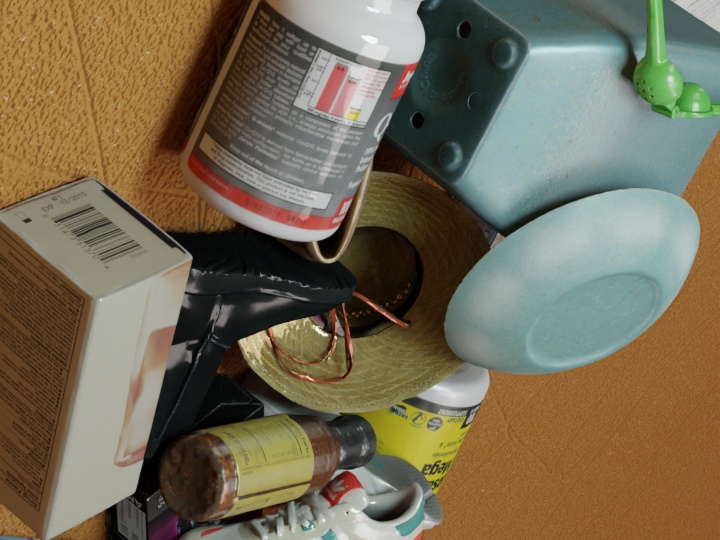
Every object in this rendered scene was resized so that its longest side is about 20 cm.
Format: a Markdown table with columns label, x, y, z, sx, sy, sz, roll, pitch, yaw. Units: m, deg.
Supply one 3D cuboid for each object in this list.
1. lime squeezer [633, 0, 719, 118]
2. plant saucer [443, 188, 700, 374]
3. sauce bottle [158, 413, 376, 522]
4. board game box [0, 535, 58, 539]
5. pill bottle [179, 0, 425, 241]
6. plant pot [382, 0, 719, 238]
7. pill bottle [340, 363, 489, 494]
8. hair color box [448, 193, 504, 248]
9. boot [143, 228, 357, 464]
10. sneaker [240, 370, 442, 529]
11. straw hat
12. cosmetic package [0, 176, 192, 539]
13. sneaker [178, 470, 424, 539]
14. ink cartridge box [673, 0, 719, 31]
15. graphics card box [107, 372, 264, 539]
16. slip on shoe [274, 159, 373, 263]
| label | x | y | z | sx | sy | sz | roll | pitch | yaw |
| --- | --- | --- | --- | --- | --- | --- | --- | --- | --- |
| lime squeezer | 0.220 | -0.134 | 1.634 | 0.200 | 0.038 | 0.071 | 40 | 62 | -47 |
| plant saucer | 0.158 | 0.022 | 1.705 | 0.201 | 0.039 | 0.201 | -17 | 146 | -12 |
| sauce bottle | -0.061 | 0.136 | 1.709 | 0.200 | 0.066 | 0.066 | -4 | 126 | -56 |
| board game box | -0.224 | 0.260 | 1.695 | 0.103 | 0.105 | 0.200 | -57 | 154 | 7 |
| pill bottle | -0.028 | -0.129 | 1.529 | 0.116 | 0.116 | 0.200 | -8 | 130 | -56 |
| plant pot | 0.117 | -0.125 | 1.707 | 0.200 | 0.196 | 0.197 | 5 | 118 | -50 |
| pill bottle | 0.018 | 0.146 | 1.953 | 0.112 | 0.112 | 0.200 | -12 | 133 | -54 |
| hair color box | 0.126 | -0.020 | 1.991 | 0.200 | 0.061 | 0.100 | 0 | 122 | -59 |
| boot | -0.108 | 0.056 | 1.659 | 0.198 | 0.073 | 0.163 | 2 | 122 | -47 |
| sneaker | -0.028 | 0.155 | 1.852 | 0.080 | 0.200 | 0.070 | -39 | -155 | 20 |
| straw hat | 0.000 | 0.000 | 1.763 | 0.085 | 0.201 | 0.201 | -90 | -158 | -65 |
| cosmetic package | -0.184 | 0.055 | 1.512 | 0.087 | 0.103 | 0.200 | -25 | 144 | -44 |
| sneaker | -0.041 | 0.189 | 1.790 | 0.200 | 0.070 | 0.094 | 4 | 118 | -25 |
| ink cartridge box | 0.243 | -0.222 | 1.930 | 0.116 | 0.067 | 0.200 | -34 | 150 | -36 |
| graphics card box | -0.131 | 0.182 | 1.819 | 0.125 | 0.051 | 0.200 | -37 | 149 | -30 |
| slip on shoe | -0.012 | -0.099 | 1.625 | 0.076 | 0.061 | 0.200 | 6 | 115 | -35 |
